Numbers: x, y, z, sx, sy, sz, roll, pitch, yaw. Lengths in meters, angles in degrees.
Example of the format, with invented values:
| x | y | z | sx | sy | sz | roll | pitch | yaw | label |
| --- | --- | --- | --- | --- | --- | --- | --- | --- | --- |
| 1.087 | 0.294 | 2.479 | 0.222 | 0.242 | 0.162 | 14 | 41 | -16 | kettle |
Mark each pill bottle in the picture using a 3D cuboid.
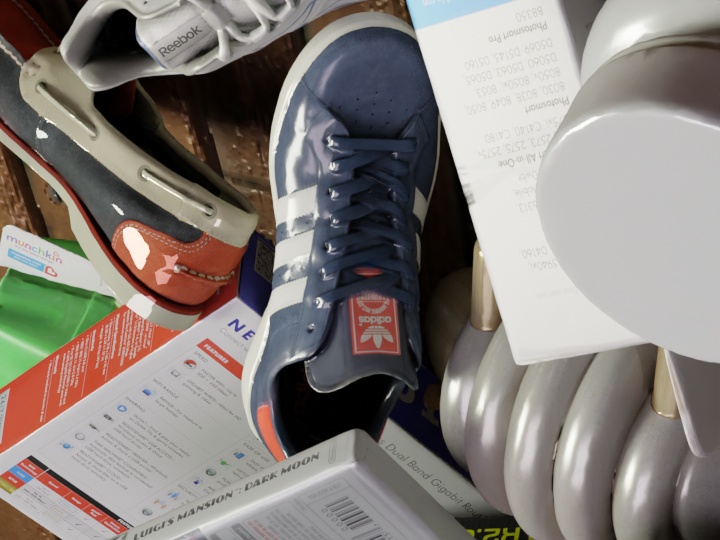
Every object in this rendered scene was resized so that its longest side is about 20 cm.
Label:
| x | y | z | sx | sy | sz | roll | pitch | yaw | label |
| --- | --- | --- | --- | --- | --- | --- | --- | --- | --- |
| 0.137 | -0.073 | 0.699 | 0.113 | 0.200 | 0.114 | 20 | 140 | 18 | pill bottle |

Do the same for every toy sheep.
| x | y | z | sx | sy | sz | roll | pitch | yaw | label |
| --- | --- | --- | --- | --- | --- | --- | --- | --- | --- |
| 0.106 | 0.053 | 0.915 | 0.199 | 0.138 | 0.139 | 30 | 146 | 36 | toy sheep |

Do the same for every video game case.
| x | y | z | sx | sy | sz | roll | pitch | yaw | label |
| --- | --- | --- | --- | --- | --- | --- | --- | --- | --- |
| -0.014 | 0.161 | 0.973 | 0.181 | 0.023 | 0.200 | -26 | 127 | 27 | video game case |

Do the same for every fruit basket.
| x | y | z | sx | sy | sz | roll | pitch | yaw | label |
| --- | --- | --- | --- | --- | --- | --- | --- | --- | --- |
| -0.094 | 0.064 | 1.142 | 0.198 | 0.094 | 0.186 | 16 | 141 | -1 | fruit basket |

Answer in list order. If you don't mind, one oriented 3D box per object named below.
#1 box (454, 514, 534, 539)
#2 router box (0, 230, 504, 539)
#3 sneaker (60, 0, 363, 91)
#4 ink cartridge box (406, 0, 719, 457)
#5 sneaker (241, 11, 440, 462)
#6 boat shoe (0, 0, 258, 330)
| x | y | z | sx | sy | sz | roll | pitch | yaw | label |
| --- | --- | --- | --- | --- | --- | --- | --- | --- | --- |
| 0.112 | 0.182 | 1.064 | 0.159 | 0.045 | 0.200 | -5 | 142 | 24 | box |
| -0.049 | 0.091 | 1.063 | 0.179 | 0.049 | 0.200 | -32 | 124 | 29 | router box |
| -0.040 | -0.114 | 0.895 | 0.199 | 0.087 | 0.075 | -20 | 116 | 45 | sneaker |
| 0.092 | -0.043 | 0.789 | 0.066 | 0.115 | 0.202 | -11 | 98 | 42 | ink cartridge box |
| 0.000 | 0.000 | 0.914 | 0.074 | 0.085 | 0.202 | 0 | 117 | -16 | sneaker |
| -0.114 | -0.063 | 0.988 | 0.063 | 0.071 | 0.200 | -53 | 57 | 24 | boat shoe |
